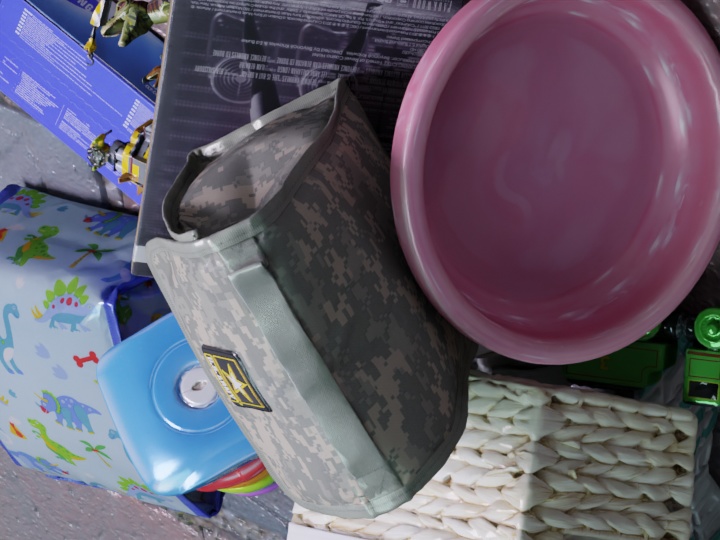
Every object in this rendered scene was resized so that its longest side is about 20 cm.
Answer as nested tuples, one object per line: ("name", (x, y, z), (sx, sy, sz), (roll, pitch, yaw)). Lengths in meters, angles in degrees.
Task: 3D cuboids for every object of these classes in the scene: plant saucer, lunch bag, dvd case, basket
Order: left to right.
("lunch bag", (-0.173, 0.060, 1.874), (0.170, 0.127, 0.200), (13, 126, 35))
("dvd case", (-0.035, -0.073, 1.520), (0.149, 0.016, 0.200), (6, 125, -8))
("lunch bag", (-0.024, 0.020, 1.431), (0.118, 0.200, 0.164), (-26, 105, 13))
("basket", (0.074, 0.118, 1.562), (0.136, 0.123, 0.200), (11, 178, -38))
("plant saucer", (0.096, -0.055, 1.443), (0.051, 0.200, 0.201), (19, 143, 58))

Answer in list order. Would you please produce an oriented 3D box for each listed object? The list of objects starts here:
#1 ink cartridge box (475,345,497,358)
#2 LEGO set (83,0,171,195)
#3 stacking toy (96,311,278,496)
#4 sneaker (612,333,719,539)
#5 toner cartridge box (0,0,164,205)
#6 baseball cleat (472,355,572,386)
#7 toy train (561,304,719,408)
("ink cartridge box", (0.041, -0.055, 1.567), (0.095, 0.037, 0.200), (8, 108, 61))
("LEGO set", (-0.107, -0.144, 1.578), (0.116, 0.154, 0.200), (24, 138, 24))
("stacking toy", (-0.076, 0.100, 1.802), (0.110, 0.116, 0.200), (62, -179, 22))
("sneaker", (0.153, 0.100, 1.652), (0.091, 0.078, 0.200), (24, 140, 31))
("toner cartridge box", (-0.138, -0.098, 1.745), (0.200, 0.043, 0.095), (40, 144, 3))
("baseball cleat", (0.103, 0.011, 1.621), (0.106, 0.070, 0.200), (40, 155, -8))
("toy train", (0.200, 0.047, 1.532), (0.200, 0.042, 0.056), (7, 97, 23))
